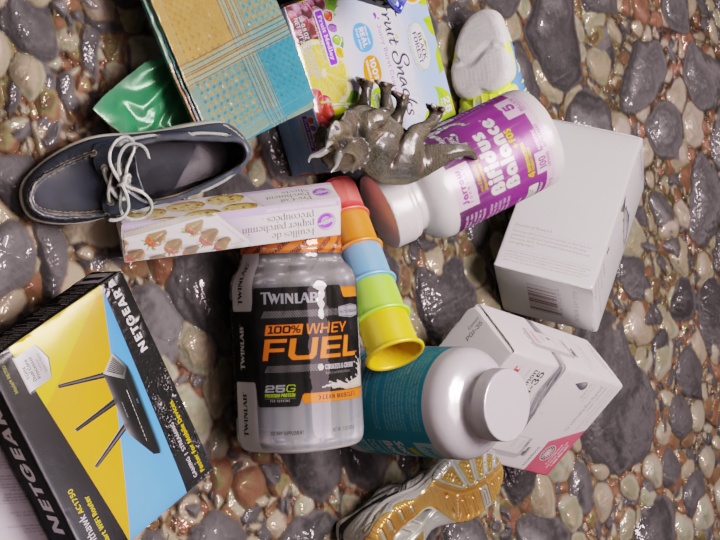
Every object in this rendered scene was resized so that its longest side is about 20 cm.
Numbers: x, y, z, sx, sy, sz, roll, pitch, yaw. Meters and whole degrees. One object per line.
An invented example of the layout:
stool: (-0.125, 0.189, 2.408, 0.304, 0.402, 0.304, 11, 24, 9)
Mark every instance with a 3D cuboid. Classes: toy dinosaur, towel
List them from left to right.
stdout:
towel: (-0.126, -0.218, 1.315, 0.147, 0.022, 0.201, -32, 105, -41)
toy dinosaur: (0.025, -0.127, 1.411, 0.200, 0.077, 0.103, 19, 91, -42)

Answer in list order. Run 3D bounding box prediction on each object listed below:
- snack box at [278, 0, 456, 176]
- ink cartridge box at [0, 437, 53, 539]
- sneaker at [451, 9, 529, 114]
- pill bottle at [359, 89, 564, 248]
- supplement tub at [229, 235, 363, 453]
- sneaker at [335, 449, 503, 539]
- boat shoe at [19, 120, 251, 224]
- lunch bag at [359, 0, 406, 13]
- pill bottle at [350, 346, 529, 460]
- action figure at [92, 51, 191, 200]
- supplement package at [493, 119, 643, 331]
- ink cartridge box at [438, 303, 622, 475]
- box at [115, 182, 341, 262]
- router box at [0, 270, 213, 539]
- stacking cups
snack box: (-0.005, -0.207, 1.471, 0.200, 0.068, 0.169, -30, 109, -42)
ink cartridge box: (-0.283, 0.190, 1.196, 0.119, 0.042, 0.201, 5, 82, -46)
sneaker: (0.158, -0.194, 1.640, 0.105, 0.075, 0.201, -15, 106, -56)
pill bottle: (0.104, -0.102, 1.512, 0.200, 0.112, 0.113, -27, 109, -17)
supplement tub: (-0.061, 0.067, 1.365, 0.122, 0.122, 0.201, -4, 90, -45)
sneaker: (0.058, 0.234, 1.497, 0.200, 0.088, 0.076, -24, 105, -34)
boat shoe: (-0.190, -0.081, 1.235, 0.199, 0.062, 0.075, -11, 103, -15)
lunch bag: (0.001, -0.366, 1.376, 0.201, 0.170, 0.124, -64, 151, -8)
pill bottle: (0.069, 0.130, 1.437, 0.111, 0.200, 0.111, 2, 86, -44)
action figure: (-0.156, -0.176, 1.328, 0.118, 0.055, 0.200, 49, 57, -30)
supplement package: (0.241, -0.052, 1.648, 0.117, 0.117, 0.201, 67, 41, -60)
ink cartridge box: (0.164, 0.133, 1.567, 0.200, 0.083, 0.147, 18, 117, -43)
box: (-0.118, -0.044, 1.298, 0.199, 0.041, 0.039, -7, 119, -12)
router box: (-0.222, 0.123, 1.199, 0.149, 0.051, 0.201, -39, 115, -39)
stacking cups: (0.000, 0.000, 1.425, 0.060, 0.060, 0.201, 7, 51, -44)
